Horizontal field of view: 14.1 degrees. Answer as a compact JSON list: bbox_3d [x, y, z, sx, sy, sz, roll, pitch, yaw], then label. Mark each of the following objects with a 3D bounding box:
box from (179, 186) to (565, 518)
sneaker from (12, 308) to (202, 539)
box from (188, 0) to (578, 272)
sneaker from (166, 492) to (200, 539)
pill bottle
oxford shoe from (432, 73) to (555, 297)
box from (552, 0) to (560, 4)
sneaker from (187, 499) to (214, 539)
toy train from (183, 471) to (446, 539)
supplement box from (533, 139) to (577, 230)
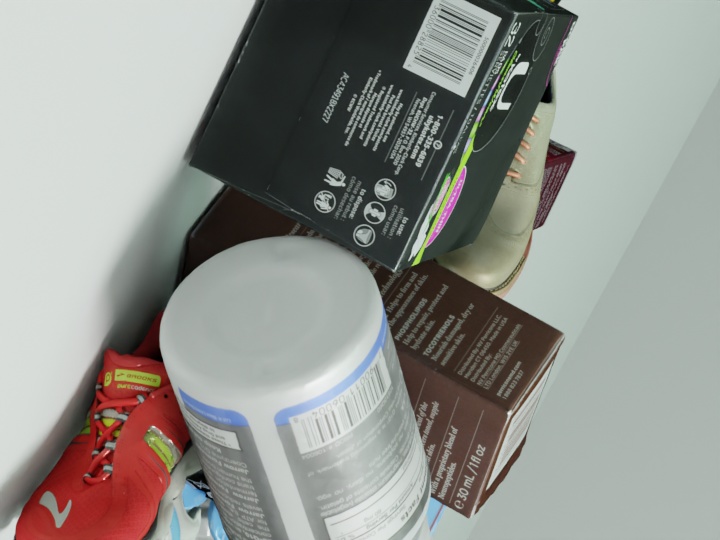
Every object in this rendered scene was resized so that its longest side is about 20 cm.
[{"bbox_3d":[0.001,0.037,1.572,0.075,0.199,0.100,-50,164,-39],"label":"box"},{"bbox_3d":[-0.124,0.084,1.491,0.200,0.077,0.085,-58,152,-52],"label":"sneaker"},{"bbox_3d":[0.018,-0.096,1.523,0.149,0.124,0.200,-64,171,9],"label":"box"},{"bbox_3d":[-0.124,0.163,1.623,0.081,0.076,0.200,-52,167,-21],"label":"sneaker"},{"bbox_3d":[-0.026,0.089,1.492,0.114,0.113,0.201,-55,146,-34],"label":"pill bottle"},{"bbox_3d":[0.077,-0.067,1.730,0.074,0.070,0.201,108,-6,-46],"label":"oxford shoe"},{"bbox_3d":[0.120,-0.230,1.922,0.200,0.049,0.160,-50,166,-52],"label":"box"},{"bbox_3d":[-0.097,0.177,1.753,0.090,0.066,0.201,-151,-110,-80],"label":"sneaker"},{"bbox_3d":[-0.036,0.114,1.675,0.200,0.086,0.115,41,66,-36],"label":"toy train"},{"bbox_3d":[0.069,-0.070,1.905,0.061,0.108,0.200,-65,171,11],"label":"supplement box"}]
